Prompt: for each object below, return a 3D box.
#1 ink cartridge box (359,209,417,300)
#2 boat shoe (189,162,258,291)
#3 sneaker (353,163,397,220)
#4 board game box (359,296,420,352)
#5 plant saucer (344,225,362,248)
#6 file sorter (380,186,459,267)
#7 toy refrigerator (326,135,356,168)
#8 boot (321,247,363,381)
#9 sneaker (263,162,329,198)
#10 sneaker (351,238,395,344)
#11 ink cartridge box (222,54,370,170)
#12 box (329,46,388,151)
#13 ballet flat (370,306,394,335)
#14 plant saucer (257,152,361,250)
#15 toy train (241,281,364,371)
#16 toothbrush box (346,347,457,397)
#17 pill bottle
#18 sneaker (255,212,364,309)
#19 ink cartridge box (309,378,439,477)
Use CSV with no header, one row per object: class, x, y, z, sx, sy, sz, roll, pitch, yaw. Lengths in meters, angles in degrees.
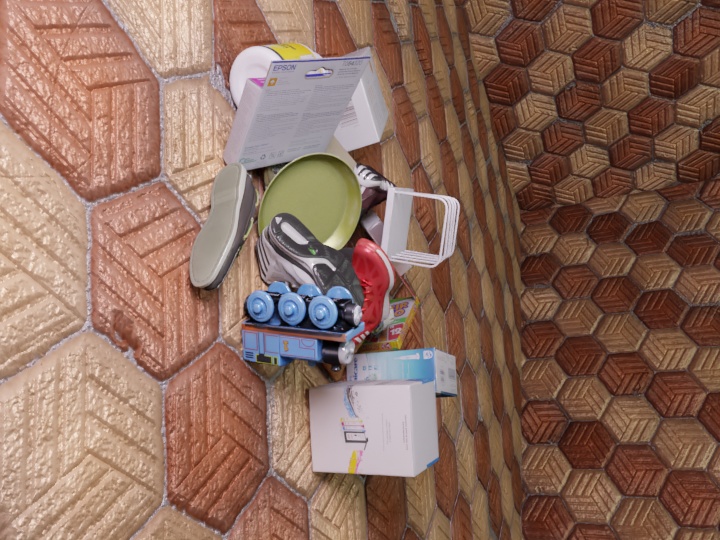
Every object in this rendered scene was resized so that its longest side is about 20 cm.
ink cartridge box,0.066,-0.048,1.320,0.175,0.043,0.201,54,2,40
boat shoe,-0.185,-0.056,0.831,0.061,0.070,0.207,50,39,-48
sneaker,0.004,-0.141,1.158,0.117,0.075,0.199,-57,165,11
board game box,0.069,0.114,1.322,0.201,0.093,0.031,-53,129,-58
plant saucer,-0.033,-0.039,1.211,0.199,0.035,0.208,-7,90,-66
file sorter,0.125,-0.088,1.191,0.199,0.120,0.144,-22,120,-73
toy refrigerator,-0.073,-0.206,1.119,0.200,0.068,0.078,40,65,-58
boot,-0.032,0.083,1.069,0.191,0.067,0.201,-59,140,-18
sneaker,-0.098,-0.144,1.031,0.200,0.086,0.079,44,44,-55
sneaker,0.000,0.052,0.986,0.116,0.077,0.204,-49,147,-32
ink cartridge box,-0.098,-0.246,0.888,0.193,0.202,0.044,-22,64,-43
box,-0.018,-0.352,1.215,0.202,0.103,0.156,-74,147,-61
ballet flat,0.034,0.091,1.190,0.200,0.069,0.075,117,-33,-85
plant saucer,-0.087,-0.102,0.991,0.195,0.031,0.206,-18,125,-27
toy train,-0.087,0.083,0.870,0.086,0.193,0.119,-27,118,-64
toothbrush box,0.085,0.216,1.205,0.146,0.194,0.089,29,57,-61
pill bottle,-0.127,-0.320,0.992,0.200,0.109,0.116,-48,125,-60
sneaker,-0.087,0.006,0.947,0.200,0.115,0.076,45,50,-11
ink cartridge box,0.025,0.274,1.052,0.146,0.194,0.150,10,76,-64
